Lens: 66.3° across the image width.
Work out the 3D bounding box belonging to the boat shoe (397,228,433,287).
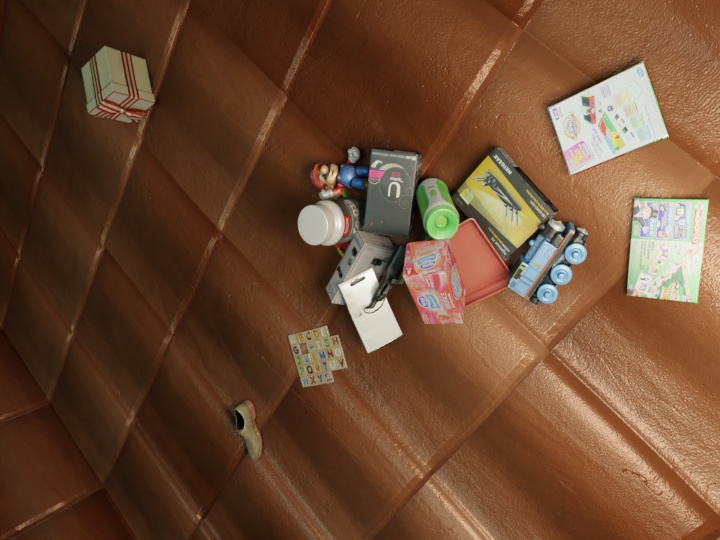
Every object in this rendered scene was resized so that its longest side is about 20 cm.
[{"bbox_3d":[0.163,-0.041,1.405,0.066,0.072,0.203,27,112,-11],"label":"boat shoe"}]

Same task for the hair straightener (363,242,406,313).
[{"bbox_3d":[0.067,0.023,1.406,0.040,0.077,0.203,32,91,-12],"label":"hair straightener"}]

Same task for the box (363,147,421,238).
[{"bbox_3d":[0.081,-0.197,1.379,0.118,0.106,0.207,8,105,11],"label":"box"}]

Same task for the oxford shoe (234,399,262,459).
[{"bbox_3d":[-0.390,0.551,1.875,0.069,0.074,0.207,-12,93,33],"label":"oxford shoe"}]

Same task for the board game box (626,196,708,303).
[{"bbox_3d":[0.620,-0.043,1.118,0.131,0.029,0.207,7,103,31],"label":"board game box"}]

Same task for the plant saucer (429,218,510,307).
[{"bbox_3d":[0.244,-0.013,1.329,0.197,0.037,0.201,-29,110,33],"label":"plant saucer"}]

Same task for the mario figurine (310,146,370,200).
[{"bbox_3d":[-0.053,-0.256,1.468,0.194,0.124,0.109,4,126,27],"label":"mario figurine"}]

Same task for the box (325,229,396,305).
[{"bbox_3d":[0.000,0.000,1.477,0.203,0.114,0.061,-61,39,27],"label":"box"}]

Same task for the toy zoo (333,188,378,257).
[{"bbox_3d":[-0.029,-0.108,1.539,0.131,0.020,0.202,-45,74,31],"label":"toy zoo"}]

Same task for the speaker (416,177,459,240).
[{"bbox_3d":[0.177,-0.147,1.286,0.085,0.202,0.091,0,119,-1],"label":"speaker"}]

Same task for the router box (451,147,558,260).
[{"bbox_3d":[0.330,-0.154,1.274,0.201,0.052,0.158,51,122,15],"label":"router box"}]

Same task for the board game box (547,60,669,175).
[{"bbox_3d":[0.506,-0.307,1.134,0.196,0.040,0.158,-19,89,35],"label":"board game box"}]

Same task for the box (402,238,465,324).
[{"bbox_3d":[0.173,0.031,1.267,0.099,0.097,0.202,-3,142,22],"label":"box"}]

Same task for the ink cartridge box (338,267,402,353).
[{"bbox_3d":[0.023,0.103,1.474,0.107,0.050,0.205,-25,100,-4],"label":"ink cartridge box"}]

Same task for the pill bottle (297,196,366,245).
[{"bbox_3d":[-0.066,-0.127,1.426,0.111,0.198,0.118,7,104,30],"label":"pill bottle"}]

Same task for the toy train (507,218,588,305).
[{"bbox_3d":[0.411,-0.020,1.214,0.112,0.087,0.203,30,116,5],"label":"toy train"}]

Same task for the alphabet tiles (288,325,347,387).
[{"bbox_3d":[-0.129,0.263,1.687,0.196,0.007,0.172,-17,90,35],"label":"alphabet tiles"}]

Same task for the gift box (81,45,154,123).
[{"bbox_3d":[-0.825,-0.608,1.877,0.197,0.182,0.193,-22,79,37],"label":"gift box"}]
